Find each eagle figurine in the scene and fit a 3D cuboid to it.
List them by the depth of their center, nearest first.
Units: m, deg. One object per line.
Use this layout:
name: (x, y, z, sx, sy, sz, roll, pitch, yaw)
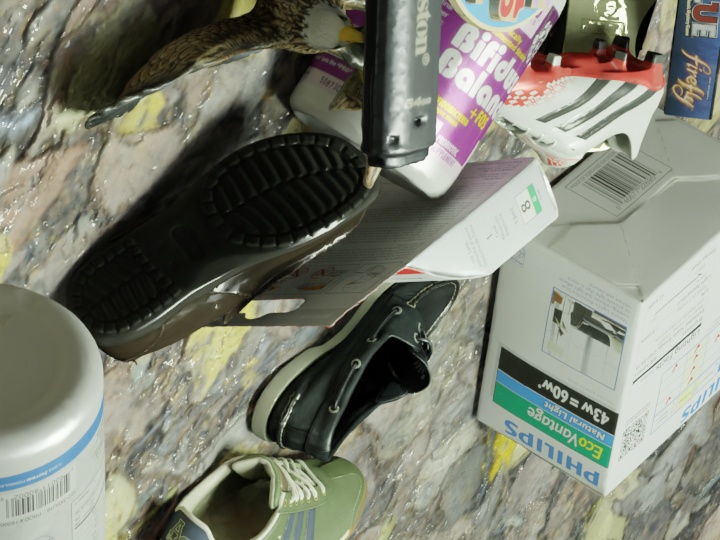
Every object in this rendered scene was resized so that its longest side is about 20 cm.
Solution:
eagle figurine: (-0.052, -0.143, 1.613, 0.200, 0.151, 0.152, 9, 68, -33)

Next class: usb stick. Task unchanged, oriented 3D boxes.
usb stick: (0.023, -0.154, 1.555, 0.055, 0.033, 0.201, -23, 119, -58)

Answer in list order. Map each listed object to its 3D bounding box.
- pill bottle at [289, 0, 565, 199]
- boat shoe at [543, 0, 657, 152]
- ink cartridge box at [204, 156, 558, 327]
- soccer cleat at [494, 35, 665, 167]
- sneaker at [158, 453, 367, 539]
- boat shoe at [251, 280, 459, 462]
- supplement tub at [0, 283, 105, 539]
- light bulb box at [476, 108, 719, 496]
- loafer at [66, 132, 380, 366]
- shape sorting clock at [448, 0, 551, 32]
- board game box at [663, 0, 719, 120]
pill bottle: (0.054, -0.152, 1.772, 0.200, 0.112, 0.112, -58, 155, -3)
boat shoe: (0.166, -0.182, 2.008, 0.063, 0.073, 0.202, -133, -125, -72)
ink cartridge box: (0.000, 0.000, 1.790, 0.200, 0.161, 0.050, -41, 115, -36)
soccer cleat: (0.115, -0.107, 1.927, 0.200, 0.069, 0.085, -3, 113, -37)
sneaker: (-0.059, 0.155, 1.947, 0.200, 0.067, 0.090, -29, 146, -42)
boat shoe: (0.014, 0.062, 1.983, 0.199, 0.066, 0.075, -35, 145, -41)
supplement tub: (-0.201, 0.117, 1.579, 0.132, 0.132, 0.200, -39, 149, -36)
light bulb box: (0.200, 0.022, 2.209, 0.198, 0.125, 0.200, -38, 148, -39)
loafer: (-0.080, -0.012, 1.714, 0.200, 0.073, 0.071, -28, 156, -14)
shape sorting clock: (0.094, -0.231, 1.648, 0.200, 0.039, 0.200, -39, 139, -45)
board game box: (0.237, -0.219, 2.013, 0.136, 0.035, 0.200, 91, 8, -47)
